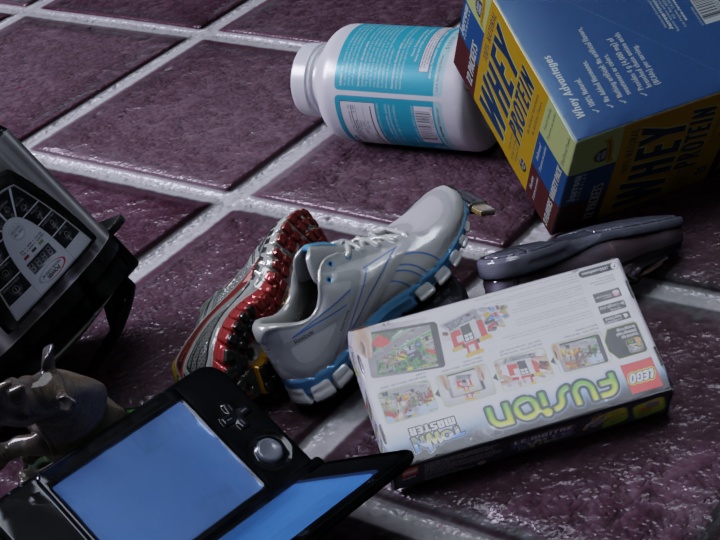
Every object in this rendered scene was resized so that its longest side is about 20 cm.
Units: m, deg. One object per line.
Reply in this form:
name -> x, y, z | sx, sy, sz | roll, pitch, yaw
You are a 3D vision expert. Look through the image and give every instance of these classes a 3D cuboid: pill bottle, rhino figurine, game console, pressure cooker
pill bottle -> 0.035, -0.174, 1.499 | 0.198, 0.112, 0.111 | 8, 35, 29
rhino figurine -> -0.207, 0.097, 1.065 | 0.087, 0.200, 0.060 | -20, 70, -2
game console -> -0.100, 0.134, 0.997 | 0.176, 0.117, 0.199 | 43, 51, 19
pressure cooker -> -0.272, 0.007, 1.220 | 0.175, 0.200, 0.179 | -38, 14, 17

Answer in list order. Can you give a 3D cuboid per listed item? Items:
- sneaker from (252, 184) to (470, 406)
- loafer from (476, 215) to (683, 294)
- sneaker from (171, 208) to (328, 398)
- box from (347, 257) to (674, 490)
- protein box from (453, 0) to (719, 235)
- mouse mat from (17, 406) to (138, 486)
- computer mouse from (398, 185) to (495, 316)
sneaker -> 0.000, 0.000, 1.169 | 0.200, 0.087, 0.075 | -48, 26, -18
loafer -> 0.170, 0.002, 1.214 | 0.199, 0.064, 0.072 | -13, 6, -36
sneaker -> -0.082, 0.022, 1.229 | 0.082, 0.078, 0.200 | -13, 27, 36
box -> 0.100, 0.069, 1.091 | 0.198, 0.035, 0.111 | -14, 59, -6
protein box -> 0.211, -0.172, 1.331 | 0.198, 0.135, 0.200 | -19, 63, -14
mouse mat -> -0.168, 0.153, 1.118 | 0.159, 0.008, 0.201 | -8, 29, 6
computer mouse -> 0.061, 0.007, 1.228 | 0.140, 0.046, 0.200 | -40, 27, -5
